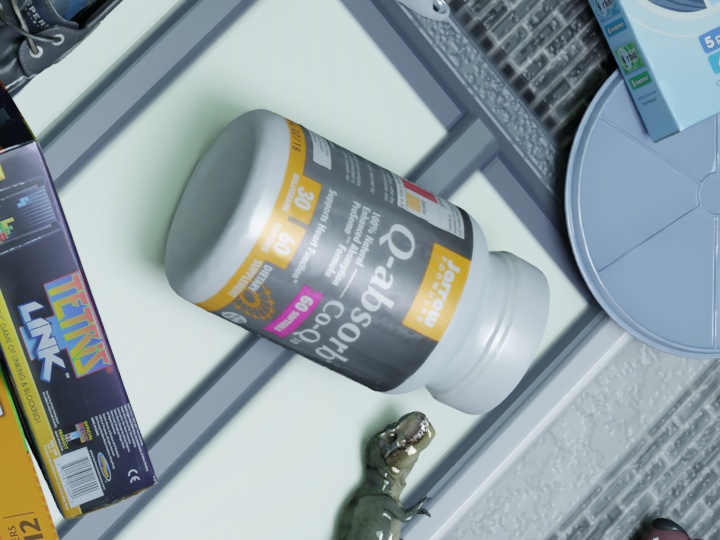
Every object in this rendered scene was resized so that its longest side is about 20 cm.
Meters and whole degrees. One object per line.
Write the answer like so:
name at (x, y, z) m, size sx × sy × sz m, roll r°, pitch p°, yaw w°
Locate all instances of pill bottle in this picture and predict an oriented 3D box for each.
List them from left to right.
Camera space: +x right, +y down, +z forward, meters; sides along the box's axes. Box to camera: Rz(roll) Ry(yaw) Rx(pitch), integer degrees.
pill bottle at (0.000, 0.000, 1.467) m, size 0.199 × 0.116 × 0.117 m, roll 26°, pitch 84°, yaw -22°

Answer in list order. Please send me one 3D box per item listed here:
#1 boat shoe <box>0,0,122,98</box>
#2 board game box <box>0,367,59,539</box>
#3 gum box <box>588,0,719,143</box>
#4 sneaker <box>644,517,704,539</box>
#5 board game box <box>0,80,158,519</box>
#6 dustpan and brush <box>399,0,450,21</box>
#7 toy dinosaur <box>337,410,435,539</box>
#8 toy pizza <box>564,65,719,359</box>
boat shoe at (-0.171, -0.144, 1.412) m, size 0.200 × 0.066 × 0.070 m, roll -40°, pitch 107°, yaw -15°
board game box at (-0.256, 0.194, 1.288) m, size 0.199 × 0.200 × 0.201 m, roll -10°, pitch 57°, yaw -21°
gum box at (0.209, -0.202, 1.556) m, size 0.169 × 0.045 × 0.201 m, roll -25°, pitch 91°, yaw -18°
sneaker at (0.150, 0.201, 1.575) m, size 0.199 × 0.076 × 0.116 m, roll 17°, pitch 83°, yaw -33°
board game box at (-0.174, 0.003, 1.344) m, size 0.056 × 0.165 × 0.201 m, roll -21°, pitch 116°, yaw -9°
dustpan and brush at (-0.018, -0.201, 1.477) m, size 0.200 × 0.057 × 0.140 m, roll 30°, pitch 61°, yaw -21°
toy dinosaur at (0.015, 0.184, 1.526) m, size 0.088 × 0.047 × 0.201 m, roll 24°, pitch 85°, yaw -7°
toy pizza at (0.211, -0.047, 1.595) m, size 0.199 × 0.032 × 0.201 m, roll -1°, pitch 93°, yaw -22°
